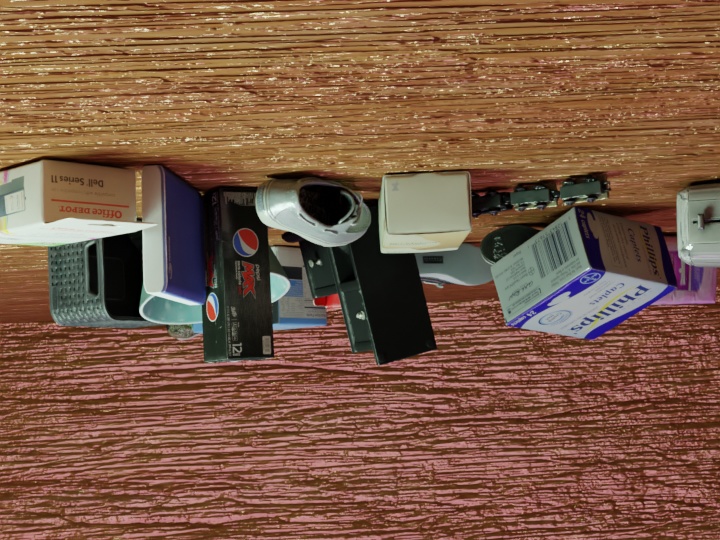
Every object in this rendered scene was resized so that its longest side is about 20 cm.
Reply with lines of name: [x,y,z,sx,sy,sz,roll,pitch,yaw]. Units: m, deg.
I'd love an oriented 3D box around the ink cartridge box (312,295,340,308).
ink cartridge box: [0.000,0.000,2.063,0.067,0.117,0.200,-5,175,27]

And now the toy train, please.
toy train: [0.220,-0.090,1.662,0.200,0.034,0.046,-6,177,35]

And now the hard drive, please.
hard drive: [-0.203,-0.034,1.482,0.025,0.132,0.200,-3,175,5]

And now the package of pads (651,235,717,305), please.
package of pads: [0.536,-0.001,2.350,0.200,0.121,0.076,0,179,-35]

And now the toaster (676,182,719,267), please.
toaster: [0.486,-0.059,1.760,0.129,0.114,0.200,-1,178,22]

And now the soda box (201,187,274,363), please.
soda box: [-0.147,0.007,1.586,0.063,0.201,0.071,1,174,-31]

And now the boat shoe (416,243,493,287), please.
boat shoe: [0.132,-0.006,2.305,0.199,0.074,0.068,-1,170,-17]

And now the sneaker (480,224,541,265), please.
sneaker: [0.284,-0.031,2.120,0.199,0.084,0.121,-4,165,-1]

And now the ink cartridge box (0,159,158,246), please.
ink cartridge box: [-0.310,-0.069,1.391,0.200,0.068,0.117,-7,173,44]

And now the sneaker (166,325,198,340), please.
sneaker: [-0.428,0.137,3.661,0.199,0.077,0.089,-6,164,-26]

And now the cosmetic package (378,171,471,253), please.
cosmetic package: [0.075,-0.067,1.623,0.105,0.071,0.200,-3,175,0]

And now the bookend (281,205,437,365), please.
bookend: [-0.005,0.024,1.808,0.092,0.199,0.200,-14,-179,-27]

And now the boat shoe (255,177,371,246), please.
boat shoe: [-0.036,-0.068,1.558,0.071,0.070,0.201,-3,173,34]

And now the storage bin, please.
storage bin: [-0.321,0.006,1.820,0.094,0.136,0.200,-6,174,28]

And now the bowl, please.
bowl: [-0.198,-0.010,1.771,0.200,0.105,0.201,-11,164,-3]

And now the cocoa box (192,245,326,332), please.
cocoa box: [-0.172,0.036,2.276,0.200,0.132,0.133,-7,173,37]

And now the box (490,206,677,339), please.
box: [0.330,0.009,1.990,0.200,0.105,0.184,9,146,-38]
